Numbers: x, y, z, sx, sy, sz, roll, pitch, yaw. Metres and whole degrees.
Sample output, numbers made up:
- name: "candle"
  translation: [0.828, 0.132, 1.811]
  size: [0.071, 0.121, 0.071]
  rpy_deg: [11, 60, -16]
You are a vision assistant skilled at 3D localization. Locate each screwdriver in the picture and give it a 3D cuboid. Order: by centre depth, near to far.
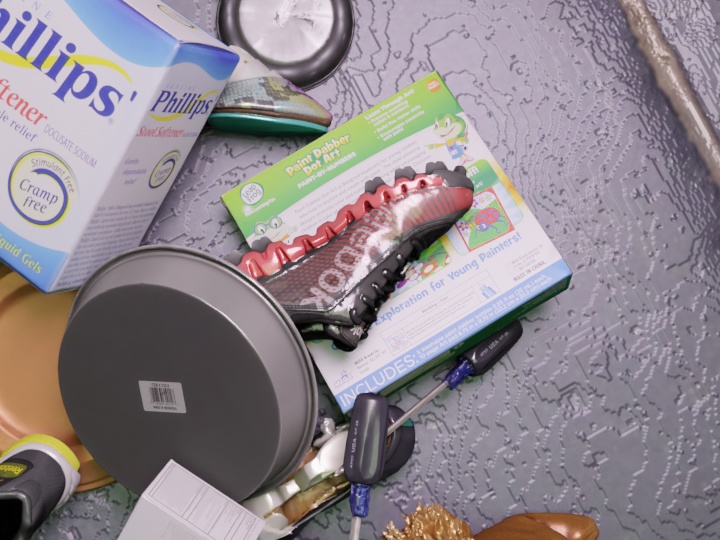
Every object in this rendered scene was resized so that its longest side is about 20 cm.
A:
- name: "screwdriver"
  translation: [-0.001, 0.186, 0.757]
  size: [0.029, 0.028, 0.203]
  rpy_deg: [2, 87, 16]
- name: "screwdriver"
  translation: [0.054, 0.097, 0.824]
  size: [0.200, 0.028, 0.029]
  rpy_deg: [-41, 119, -26]

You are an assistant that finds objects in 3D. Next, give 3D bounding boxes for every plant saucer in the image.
- name: "plant saucer"
  translation: [-0.230, 0.071, 0.847]
  size: [0.198, 0.037, 0.203]
  rpy_deg: [0, 85, -1]

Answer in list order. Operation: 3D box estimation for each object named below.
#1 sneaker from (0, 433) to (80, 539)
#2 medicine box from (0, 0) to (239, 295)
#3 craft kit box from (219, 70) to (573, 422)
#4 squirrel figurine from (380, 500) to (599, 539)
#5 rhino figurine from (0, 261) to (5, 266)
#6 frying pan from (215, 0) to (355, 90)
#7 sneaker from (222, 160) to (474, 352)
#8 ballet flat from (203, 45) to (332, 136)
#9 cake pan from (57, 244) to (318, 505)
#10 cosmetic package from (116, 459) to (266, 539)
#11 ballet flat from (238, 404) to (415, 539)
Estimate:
- name: "sneaker"
  translation: [-0.291, 0.199, 0.795]
  size: [0.074, 0.085, 0.200]
  rpy_deg: [42, 101, -4]
- name: "medicine box"
  translation: [-0.218, -0.119, 0.780]
  size: [0.181, 0.103, 0.201]
  rpy_deg: [35, 106, 11]
- name: "craft kit box"
  translation: [0.024, -0.022, 0.835]
  size: [0.199, 0.049, 0.199]
  rpy_deg: [-30, 74, -4]
- name: "squirrel figurine"
  translation: [0.102, 0.242, 0.768]
  size: [0.198, 0.187, 0.143]
  rpy_deg: [12, 85, -1]
- name: "rhino figurine"
  translation: [-0.353, 0.006, 0.829]
  size: [0.199, 0.088, 0.060]
  rpy_deg: [-32, 126, -3]
- name: "frying pan"
  translation: [-0.084, -0.231, 0.882]
  size: [0.115, 0.031, 0.190]
  rpy_deg: [-40, 91, -5]
- name: "sneaker"
  translation: [0.000, 0.000, 0.772]
  size: [0.199, 0.071, 0.099]
  rpy_deg: [-28, 71, -1]
- name: "ballet flat"
  translation: [-0.122, -0.136, 0.853]
  size: [0.198, 0.069, 0.072]
  rpy_deg: [-4, 83, 3]
- name: "cake pan"
  translation: [-0.127, 0.082, 0.762]
  size: [0.198, 0.037, 0.202]
  rpy_deg: [8, 113, 18]
- name: "cosmetic package"
  translation: [-0.148, 0.234, 0.782]
  size: [0.082, 0.051, 0.201]
  rpy_deg: [34, 118, 3]
- name: "ballet flat"
  translation: [-0.049, 0.159, 0.829]
  size: [0.199, 0.073, 0.074]
  rpy_deg: [-29, 87, -4]
